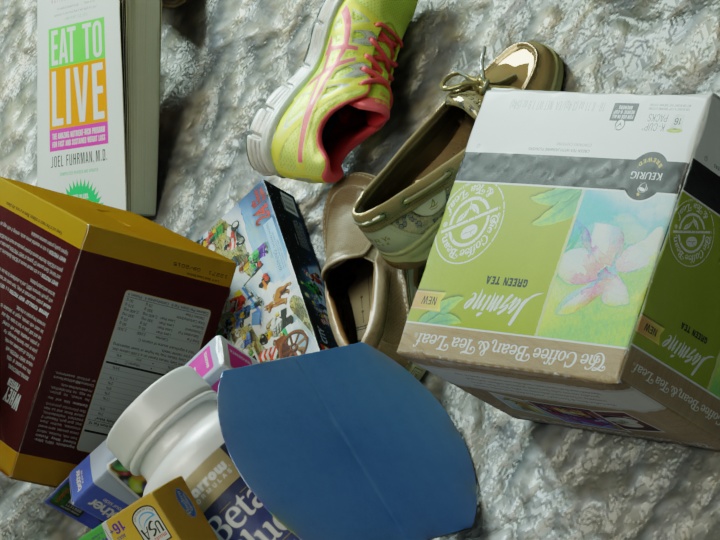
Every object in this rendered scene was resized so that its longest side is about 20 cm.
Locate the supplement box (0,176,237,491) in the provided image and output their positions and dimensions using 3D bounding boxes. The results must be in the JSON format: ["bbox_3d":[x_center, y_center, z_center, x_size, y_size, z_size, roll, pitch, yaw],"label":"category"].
[{"bbox_3d":[-0.222,0.053,1.910,0.197,0.132,0.201,24,97,58],"label":"supplement box"}]

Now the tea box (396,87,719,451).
[{"bbox_3d":[0.160,-0.003,1.582,0.200,0.133,0.197,4,71,48],"label":"tea box"}]

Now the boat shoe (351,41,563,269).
[{"bbox_3d":[0.073,-0.093,1.766,0.073,0.063,0.200,21,70,50],"label":"boat shoe"}]

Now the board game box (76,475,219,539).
[{"bbox_3d":[-0.129,0.260,1.631,0.153,0.040,0.200,-34,86,28],"label":"board game box"}]

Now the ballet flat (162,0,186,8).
[{"bbox_3d":[-0.188,-0.291,2.186,0.072,0.068,0.201,-51,37,42],"label":"ballet flat"}]

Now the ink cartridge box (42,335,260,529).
[{"bbox_3d":[-0.127,0.146,1.806,0.200,0.119,0.042,-41,35,22],"label":"ink cartridge box"}]

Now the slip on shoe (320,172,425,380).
[{"bbox_3d":[0.000,0.000,1.807,0.076,0.061,0.201,-34,46,28],"label":"slip on shoe"}]

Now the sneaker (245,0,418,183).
[{"bbox_3d":[0.000,-0.147,1.888,0.090,0.078,0.200,24,81,40],"label":"sneaker"}]

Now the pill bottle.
[{"bbox_3d":[-0.080,0.163,1.685,0.200,0.111,0.111,45,104,13],"label":"pill bottle"}]

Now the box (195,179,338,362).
[{"bbox_3d":[-0.086,0.045,1.890,0.137,0.038,0.200,-42,43,22],"label":"box"}]

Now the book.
[{"bbox_3d":[-0.229,-0.143,2.109,0.133,0.048,0.201,-5,85,46],"label":"book"}]

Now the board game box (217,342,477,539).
[{"bbox_3d":[-0.014,0.131,1.652,0.158,0.200,0.039,57,132,22],"label":"board game box"}]
